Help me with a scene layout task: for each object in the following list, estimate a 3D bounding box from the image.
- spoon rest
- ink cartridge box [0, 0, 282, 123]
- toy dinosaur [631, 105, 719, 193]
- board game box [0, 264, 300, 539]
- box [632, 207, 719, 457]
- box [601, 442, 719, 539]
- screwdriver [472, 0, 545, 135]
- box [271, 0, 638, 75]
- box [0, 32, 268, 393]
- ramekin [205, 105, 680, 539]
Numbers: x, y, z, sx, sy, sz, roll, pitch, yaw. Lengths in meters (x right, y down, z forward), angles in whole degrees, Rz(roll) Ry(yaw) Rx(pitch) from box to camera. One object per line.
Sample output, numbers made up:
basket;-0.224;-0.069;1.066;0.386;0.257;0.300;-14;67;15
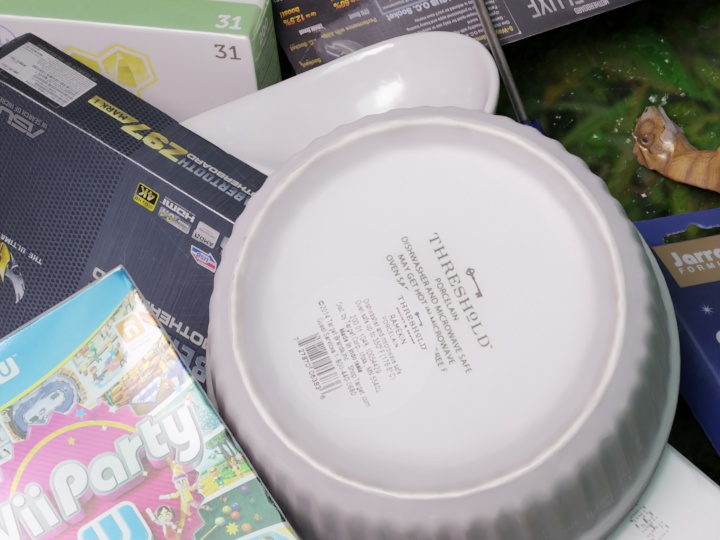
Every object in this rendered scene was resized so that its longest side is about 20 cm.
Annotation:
spoon rest;-0.027;-0.054;1.329;0.200;0.061;0.099;-20;43;22
ink cartridge box;-0.115;-0.128;1.357;0.145;0.200;0.048;6;49;11
toy dinosaur;0.203;-0.042;1.325;0.106;0.200;0.060;-30;113;-21
board game box;-0.102;0.123;1.145;0.147;0.064;0.200;-32;81;-9
box;0.195;0.039;1.289;0.121;0.032;0.200;-10;52;-29
box;0.045;0.137;1.274;0.200;0.131;0.199;40;81;19
screwdriver;0.072;-0.084;1.347;0.028;0.029;0.200;-14;105;24
box;0.033;-0.178;1.343;0.200;0.158;0.050;-17;23;29
box;-0.106;0.008;1.327;0.200;0.158;0.051;32;35;11
ramekin;0.031;0.028;1.181;0.200;0.105;0.200;-1;74;5
